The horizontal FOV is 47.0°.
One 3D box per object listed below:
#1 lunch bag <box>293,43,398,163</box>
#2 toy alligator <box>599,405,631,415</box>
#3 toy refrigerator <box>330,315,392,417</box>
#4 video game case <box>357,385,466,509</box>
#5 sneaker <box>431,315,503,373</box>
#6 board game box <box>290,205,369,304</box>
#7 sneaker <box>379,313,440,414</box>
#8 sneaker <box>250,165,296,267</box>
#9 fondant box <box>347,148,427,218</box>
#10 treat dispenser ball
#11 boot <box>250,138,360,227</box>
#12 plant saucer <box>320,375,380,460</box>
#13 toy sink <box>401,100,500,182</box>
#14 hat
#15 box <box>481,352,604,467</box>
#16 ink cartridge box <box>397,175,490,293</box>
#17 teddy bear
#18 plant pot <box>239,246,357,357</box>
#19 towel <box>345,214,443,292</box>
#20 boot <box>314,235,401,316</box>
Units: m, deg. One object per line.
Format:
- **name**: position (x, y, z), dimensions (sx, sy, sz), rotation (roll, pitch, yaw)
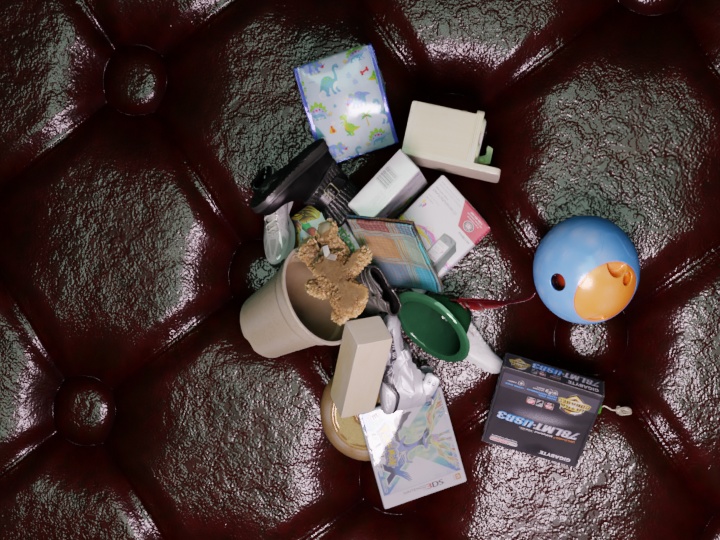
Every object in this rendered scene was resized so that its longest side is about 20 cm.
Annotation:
- **lunch bag**: position (-0.026, -0.330, 1.661), dimensions (0.166, 0.128, 0.205), rotation (-16, 98, 7)
- **toy alligator**: position (0.435, 0.255, 1.642), dimensions (0.195, 0.060, 0.055), rotation (2, 49, 8)
- **toy refrigerator**: position (-0.002, 0.185, 1.593), dimensions (0.074, 0.071, 0.203), rotation (-9, 134, -23)
- **video game case**: position (0.105, 0.356, 1.673), dimensions (0.178, 0.022, 0.205), rotation (-17, 93, -6)
- **sneaker**: position (0.210, 0.134, 1.662), dimensions (0.198, 0.076, 0.081), rotation (33, 86, 5)
- **board game box**: position (-0.066, -0.041, 1.713), dimensions (0.125, 0.035, 0.202), rotation (-34, 86, 7)
- **sneaker**: position (0.094, 0.181, 1.620), dimensions (0.112, 0.075, 0.205), rotation (-2, 104, -9)
- **sneaker**: position (-0.186, -0.114, 1.660), dimensions (0.074, 0.115, 0.205), rotation (-11, 66, 26)
- **fondant box**: position (0.057, -0.150, 1.614), dimensions (0.058, 0.200, 0.144), rotation (45, 95, 8)
- **treat dispenser ball**: position (0.426, -0.001, 1.565), dimensions (0.195, 0.201, 0.207), rotation (0, 90, 7)
- **boot**: position (-0.099, -0.136, 1.620), dimensions (0.210, 0.079, 0.159), rotation (-41, 114, -17)
- **plant saucer**: position (0.010, 0.293, 1.705), dimensions (0.195, 0.035, 0.206), rotation (0, 90, 8)
- **toy sink**: position (0.190, -0.256, 1.632), dimensions (0.195, 0.130, 0.115), rotation (14, 92, 8)
- **hat**: position (0.189, 0.063, 1.614), dimensions (0.200, 0.166, 0.176), rotation (43, 60, -1)
- **box**: position (0.350, 0.274, 1.606), dimensions (0.195, 0.050, 0.202), rotation (16, 124, 8)
- **ink cartridge box**: position (0.143, -0.067, 1.662), dimensions (0.200, 0.086, 0.148), rotation (-44, 85, 4)
- **teddy bear**: position (-0.044, 0.001, 1.529), dimensions (0.199, 0.067, 0.146), rotation (40, 90, 28)
- **plant pot**: position (-0.136, 0.082, 1.640), dimensions (0.182, 0.199, 0.204), rotation (-29, 86, 37)
- **towel**: position (0.064, -0.029, 1.545), dimensions (0.144, 0.201, 0.022), rotation (7, 56, 29)
- **boot**: position (0.000, 0.000, 1.582), dimensions (0.068, 0.130, 0.202), rotation (-41, 102, -23)
